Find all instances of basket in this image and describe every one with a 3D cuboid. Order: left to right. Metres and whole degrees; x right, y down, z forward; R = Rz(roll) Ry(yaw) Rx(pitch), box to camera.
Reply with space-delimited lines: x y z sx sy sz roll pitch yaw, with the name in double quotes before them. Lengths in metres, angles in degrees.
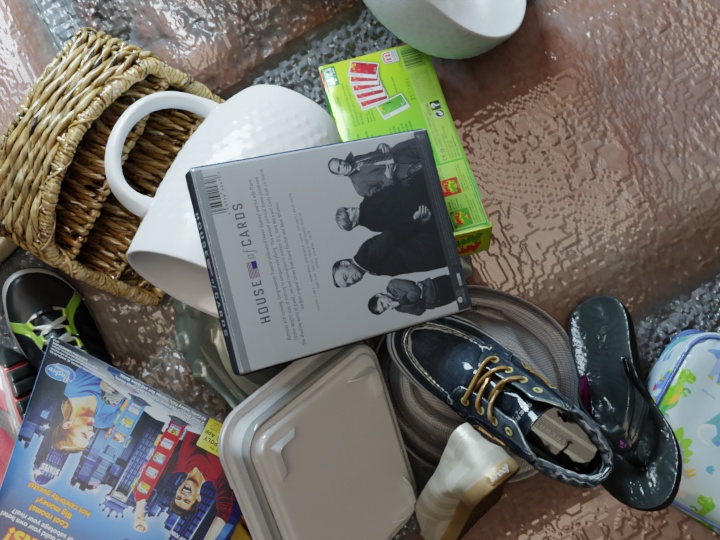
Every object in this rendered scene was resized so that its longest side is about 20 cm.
"basket" -0.211 -0.089 0.759 0.148 0.143 0.201 29 87 9

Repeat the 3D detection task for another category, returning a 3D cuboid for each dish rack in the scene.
"dish rack" -0.019 0.168 0.720 0.171 0.043 0.201 -36 120 -39

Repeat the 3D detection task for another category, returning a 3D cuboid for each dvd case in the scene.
"dvd case" -0.019 -0.019 0.658 0.199 0.025 0.151 -14 89 -26

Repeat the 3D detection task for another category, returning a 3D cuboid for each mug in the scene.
"mug" -0.112 -0.069 0.721 0.199 0.148 0.176 27 71 -15

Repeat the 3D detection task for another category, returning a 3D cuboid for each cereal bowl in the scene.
"cereal bowl" 0.052 -0.271 0.767 0.083 0.200 0.201 -28 86 41

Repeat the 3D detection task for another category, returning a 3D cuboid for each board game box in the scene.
"board game box" -0.203 0.188 0.679 0.199 0.062 0.201 28 70 -3
"board game box" 0.037 -0.101 0.772 0.101 0.048 0.201 -15 66 -1

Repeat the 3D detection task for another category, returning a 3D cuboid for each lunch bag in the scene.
"lunch bag" 0.340 0.154 0.769 0.199 0.082 0.161 30 88 3

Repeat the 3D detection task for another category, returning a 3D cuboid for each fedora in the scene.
"fedora" 0.109 0.103 0.772 0.199 0.090 0.178 26 88 2

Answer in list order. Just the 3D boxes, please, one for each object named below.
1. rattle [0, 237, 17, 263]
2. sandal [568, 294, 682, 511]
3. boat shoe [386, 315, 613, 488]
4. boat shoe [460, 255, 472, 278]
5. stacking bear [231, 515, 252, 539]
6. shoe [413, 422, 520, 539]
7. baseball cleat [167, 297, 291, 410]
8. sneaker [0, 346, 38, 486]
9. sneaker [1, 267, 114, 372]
"rattle" -0.399 -0.038 0.804 0.143 0.130 0.201 33 115 13
"sandal" 0.212 0.108 0.744 0.075 0.048 0.201 -32 47 29
"boat shoe" 0.109 0.094 0.681 0.200 0.091 0.071 33 89 5
"boat shoe" 0.000 0.000 0.797 0.199 0.071 0.064 -15 68 3
"stacking bear" -0.125 0.221 0.766 0.200 0.121 0.114 -34 85 -8
"shoe" 0.083 0.185 0.729 0.070 0.200 0.053 -36 68 -26
"baseball cleat" -0.093 0.091 0.794 0.200 0.106 0.070 51 124 27
"sneaker" -0.313 0.170 0.787 0.086 0.074 0.201 -22 86 3
"sneaker" -0.250 0.082 0.777 0.072 0.083 0.201 -29 92 -27
